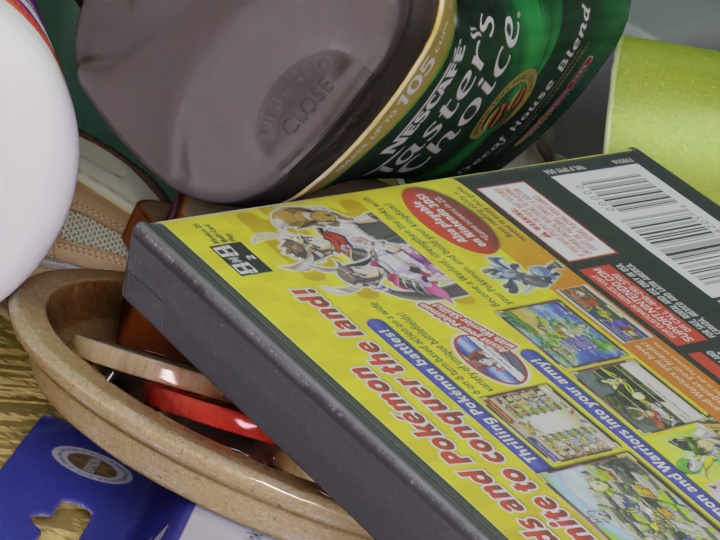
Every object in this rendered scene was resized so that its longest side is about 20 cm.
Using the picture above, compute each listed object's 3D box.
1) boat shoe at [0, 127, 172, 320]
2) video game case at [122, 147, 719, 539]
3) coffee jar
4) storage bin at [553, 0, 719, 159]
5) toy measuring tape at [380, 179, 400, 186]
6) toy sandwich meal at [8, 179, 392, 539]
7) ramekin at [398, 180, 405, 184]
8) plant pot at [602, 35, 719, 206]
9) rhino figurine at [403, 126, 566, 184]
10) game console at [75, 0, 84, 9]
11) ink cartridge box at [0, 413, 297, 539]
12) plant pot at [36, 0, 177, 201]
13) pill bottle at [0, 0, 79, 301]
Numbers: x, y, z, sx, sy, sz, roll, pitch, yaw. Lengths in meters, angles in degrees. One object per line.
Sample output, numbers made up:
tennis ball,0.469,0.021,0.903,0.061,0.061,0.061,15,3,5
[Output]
boat shoe,-0.057,0.029,0.842,0.199,0.072,0.076,29,44,-22
video game case,0.066,0.033,0.636,0.180,0.026,0.200,-10,35,-36
coffee jar,0.002,-0.074,0.744,0.085,0.104,0.200,48,23,14
storage bin,0.088,-0.051,1.068,0.145,0.201,0.134,30,22,25
toy measuring tape,0.000,0.000,0.952,0.073,0.074,0.200,35,-14,43
toy sandwich meal,-0.007,0.021,0.727,0.204,0.071,0.205,21,11,-4
ramekin,-0.007,-0.085,1.321,0.199,0.106,0.200,23,12,-5
plant pot,0.182,0.020,0.832,0.199,0.188,0.187,3,9,9
rhino figurine,0.052,0.023,0.863,0.059,0.201,0.087,-13,-20,14
game console,-0.105,-0.120,0.830,0.200,0.031,0.177,55,-6,26
ink cartridge box,-0.010,0.088,0.698,0.199,0.041,0.200,24,11,-2
plant pot,-0.079,-0.105,1.053,0.199,0.162,0.201,15,16,-5
pill bottle,-0.153,-0.069,0.755,0.112,0.113,0.200,19,21,-24
